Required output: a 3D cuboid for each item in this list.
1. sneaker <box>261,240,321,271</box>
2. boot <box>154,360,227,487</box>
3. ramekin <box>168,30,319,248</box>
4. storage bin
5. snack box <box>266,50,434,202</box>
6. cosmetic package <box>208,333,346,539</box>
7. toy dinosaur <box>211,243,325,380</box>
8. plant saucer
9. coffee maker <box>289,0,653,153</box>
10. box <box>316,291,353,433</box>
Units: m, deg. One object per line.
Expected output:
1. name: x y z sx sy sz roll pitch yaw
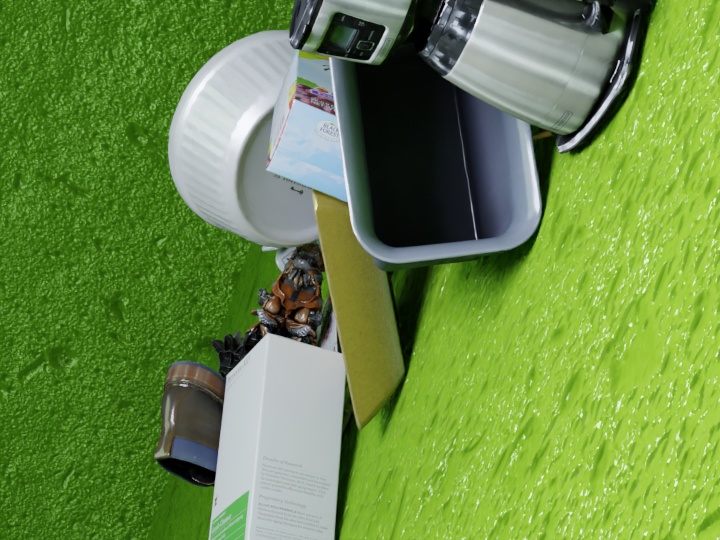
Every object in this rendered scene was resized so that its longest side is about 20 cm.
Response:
1. sneaker: -0.043 -0.022 1.509 0.115 0.075 0.200 -37 12 14
2. boot: -0.122 0.179 1.357 0.074 0.200 0.098 -20 42 37
3. ramekin: -0.070 -0.114 1.337 0.094 0.201 0.204 38 112 48
4. storage bin: 0.053 -0.095 0.992 0.134 0.144 0.202 103 159 -78
5. snack box: 0.013 -0.107 1.165 0.200 0.167 0.068 -97 29 -70
6. cosmetic package: -0.073 0.172 1.260 0.108 0.084 0.202 134 145 -51
7. toy dinosaur: -0.073 0.074 1.428 0.136 0.101 0.202 -58 -34 -56
8. plant saucer: 0.000 0.000 1.201 0.200 0.048 0.202 -97 -4 -69
9. coffee maker: 0.069 -0.189 0.884 0.193 0.198 0.135 -80 14 -46
10. box: -0.028 0.096 1.426 0.200 0.034 0.111 -94 24 -69
